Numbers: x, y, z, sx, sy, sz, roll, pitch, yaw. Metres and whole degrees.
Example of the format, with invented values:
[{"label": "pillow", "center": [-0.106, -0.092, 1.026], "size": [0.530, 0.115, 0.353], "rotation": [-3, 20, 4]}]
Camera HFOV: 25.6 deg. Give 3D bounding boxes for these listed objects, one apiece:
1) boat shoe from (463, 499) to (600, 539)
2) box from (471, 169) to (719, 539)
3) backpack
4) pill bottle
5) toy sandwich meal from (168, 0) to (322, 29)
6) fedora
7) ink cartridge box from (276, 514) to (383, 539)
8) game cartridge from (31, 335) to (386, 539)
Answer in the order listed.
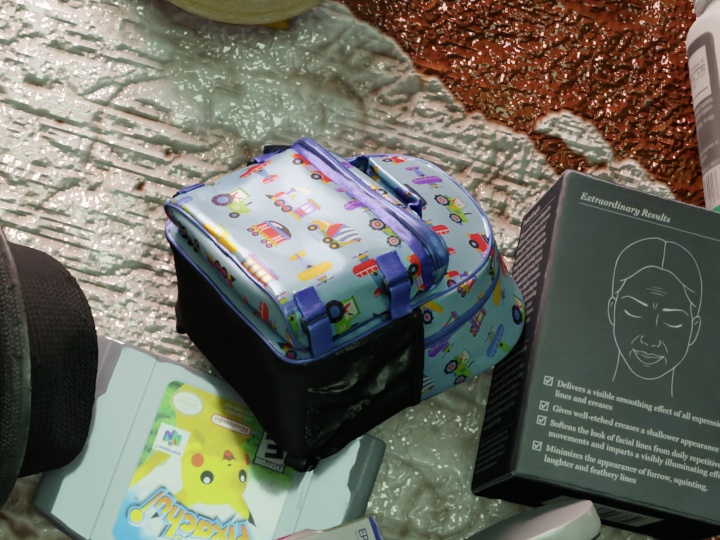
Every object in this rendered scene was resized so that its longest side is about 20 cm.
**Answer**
[{"label": "boat shoe", "center": [0.064, 0.207, 0.957], "size": [0.199, 0.072, 0.066], "rotation": [-30, 93, 7]}, {"label": "box", "center": [0.169, 0.059, 1.023], "size": [0.147, 0.107, 0.202], "rotation": [15, 74, -6]}, {"label": "backpack", "center": [0.000, 0.000, 0.971], "size": [0.199, 0.135, 0.183], "rotation": [-23, 45, -23]}, {"label": "pill bottle", "center": [0.285, -0.122, 1.089], "size": [0.112, 0.113, 0.202], "rotation": [-1, 77, -11]}, {"label": "toy sandwich meal", "center": [-0.095, -0.249, 1.076], "size": [0.203, 0.070, 0.207], "rotation": [4, 75, -15]}, {"label": "fedora", "center": [-0.212, 0.052, 0.942], "size": [0.091, 0.200, 0.202], "rotation": [1, 73, -41]}, {"label": "ink cartridge box", "center": [-0.068, 0.215, 0.926], "size": [0.199, 0.037, 0.095], "rotation": [-19, 89, 8]}, {"label": "game cartridge", "center": [-0.095, 0.136, 0.990], "size": [0.199, 0.040, 0.134], "rotation": [20, 76, -5]}]
